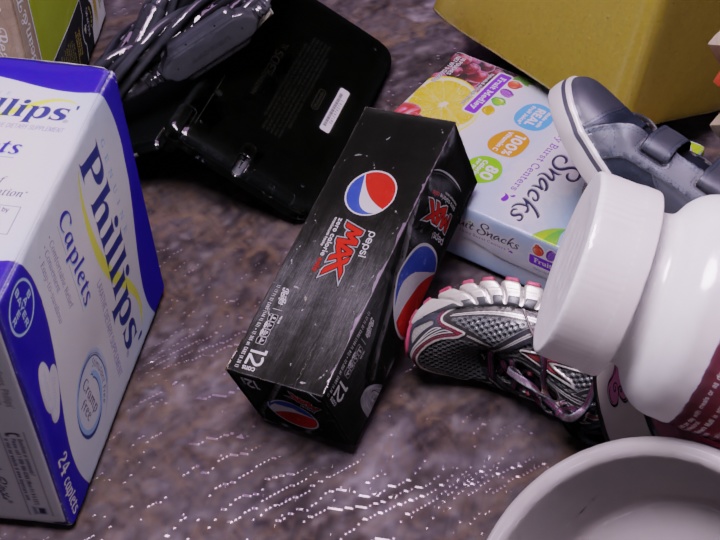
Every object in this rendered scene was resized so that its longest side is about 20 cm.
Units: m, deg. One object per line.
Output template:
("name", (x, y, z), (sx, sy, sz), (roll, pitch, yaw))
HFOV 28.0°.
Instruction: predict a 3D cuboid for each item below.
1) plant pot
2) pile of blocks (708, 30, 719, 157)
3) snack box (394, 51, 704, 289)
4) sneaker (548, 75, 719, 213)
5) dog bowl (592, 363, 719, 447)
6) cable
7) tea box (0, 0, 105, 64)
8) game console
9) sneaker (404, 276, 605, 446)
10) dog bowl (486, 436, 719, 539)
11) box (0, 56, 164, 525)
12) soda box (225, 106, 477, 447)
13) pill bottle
("plant pot", (0.202, -0.243, 1.017), (0.194, 0.202, 0.194), (-14, 41, -40))
("pile of blocks", (0.253, -0.075, 0.888), (0.082, 0.200, 0.062), (34, 74, 33))
("snack box", (0.111, -0.064, 0.981), (0.199, 0.053, 0.142), (26, 52, 26))
("sneaker", (0.196, -0.045, 0.868), (0.201, 0.079, 0.078), (55, 30, 0))
("dog bowl", (0.228, 0.054, 0.765), (0.198, 0.074, 0.202), (1, 79, -5))
("cable", (-0.140, -0.177, 1.045), (0.199, 0.051, 0.164), (-33, 27, 11))
("tea box", (-0.282, -0.216, 1.056), (0.132, 0.201, 0.198), (1, 43, 5))
("game console", (-0.096, -0.119, 1.077), (0.175, 0.117, 0.201), (31, 48, -8))
("sneaker", (0.119, 0.059, 0.837), (0.198, 0.081, 0.075), (10, 59, 18))
("dog bowl", (0.136, 0.169, 0.665), (0.198, 0.059, 0.202), (-14, 61, 27))
("box", (-0.200, 0.009, 0.831), (0.104, 0.185, 0.201), (4, 45, 9))
("soda box", (0.000, 0.000, 0.875), (0.070, 0.063, 0.201), (13, 62, 27))
("pill bottle", (0.189, 0.030, 0.674), (0.198, 0.110, 0.110), (20, 46, 0))
